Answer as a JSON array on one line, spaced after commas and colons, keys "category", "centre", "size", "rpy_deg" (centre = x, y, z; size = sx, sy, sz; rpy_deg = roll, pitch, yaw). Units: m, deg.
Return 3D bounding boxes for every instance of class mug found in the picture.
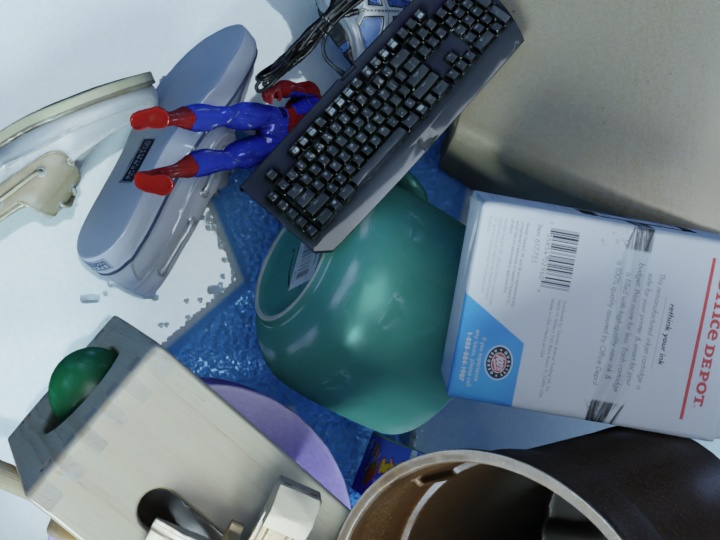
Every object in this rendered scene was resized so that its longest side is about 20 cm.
[{"category": "mug", "centre": [-0.004, 0.010, 0.832], "size": [0.114, 0.185, 0.153], "rpy_deg": [28, 102, -27]}]

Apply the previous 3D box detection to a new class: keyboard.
[{"category": "keyboard", "centre": [-0.002, -0.118, 0.780], "size": [0.127, 0.021, 0.200], "rpy_deg": [39, 80, 18]}]

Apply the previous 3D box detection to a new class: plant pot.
[{"category": "plant pot", "centre": [0.157, -0.124, 0.862], "size": [0.176, 0.200, 0.201], "rpy_deg": [14, 85, 1]}, {"category": "plant pot", "centre": [0.119, 0.177, 0.671], "size": [0.198, 0.199, 0.202], "rpy_deg": [-8, 90, -52]}]

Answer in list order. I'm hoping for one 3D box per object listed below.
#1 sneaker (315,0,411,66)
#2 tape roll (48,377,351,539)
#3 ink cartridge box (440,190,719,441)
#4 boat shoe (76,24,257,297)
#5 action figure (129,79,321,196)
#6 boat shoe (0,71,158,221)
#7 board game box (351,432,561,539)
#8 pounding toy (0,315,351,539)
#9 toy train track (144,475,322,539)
[{"category": "sneaker", "centre": [0.007, -0.201, 0.870], "size": [0.077, 0.076, 0.201], "rpy_deg": [-32, 98, 16]}, {"category": "tape roll", "centre": [-0.109, 0.175, 0.836], "size": [0.198, 0.085, 0.202], "rpy_deg": [0, 89, -12]}, {"category": "ink cartridge box", "centre": [0.155, 0.028, 0.728], "size": [0.198, 0.068, 0.117], "rpy_deg": [10, 98, -1]}, {"category": "boat shoe", "centre": [-0.122, -0.076, 0.857], "size": [0.065, 0.073, 0.201], "rpy_deg": [42, 72, -39]}, {"category": "action figure", "centre": [-0.065, -0.092, 0.832], "size": [0.199, 0.051, 0.066], "rpy_deg": [-21, 109, -51]}, {"category": "boat shoe", "centre": [-0.219, -0.068, 0.830], "size": [0.199, 0.075, 0.069], "rpy_deg": [-27, 100, -5]}, {"category": "board game box", "centre": [0.104, 0.175, 0.858], "size": [0.199, 0.134, 0.045], "rpy_deg": [24, 83, -11]}, {"category": "pounding toy", "centre": [-0.137, 0.120, 0.710], "size": [0.200, 0.184, 0.142], "rpy_deg": [43, 79, -17]}, {"category": "toy train track", "centre": [-0.074, 0.197, 0.622], "size": [0.114, 0.033, 0.201], "rpy_deg": [25, 104, -13]}]
